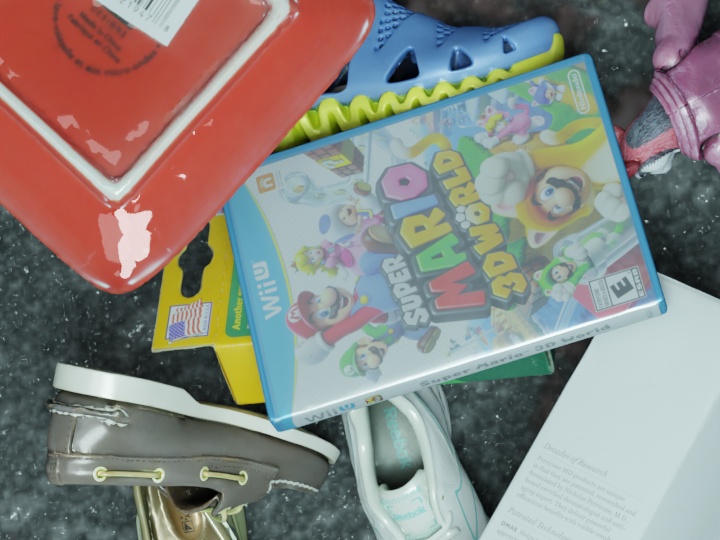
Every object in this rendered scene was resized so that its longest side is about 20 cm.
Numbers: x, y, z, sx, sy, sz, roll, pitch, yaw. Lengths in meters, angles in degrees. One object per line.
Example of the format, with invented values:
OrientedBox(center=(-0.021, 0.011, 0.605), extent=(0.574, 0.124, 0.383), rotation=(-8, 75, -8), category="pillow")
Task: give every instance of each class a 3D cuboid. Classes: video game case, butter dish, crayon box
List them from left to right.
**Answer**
OrientedBox(center=(-0.116, -0.110, 1.299), extent=(0.200, 0.148, 0.200), rotation=(41, 86, 9), category="butter dish")
OrientedBox(center=(0.000, 0.000, 1.329), extent=(0.198, 0.052, 0.126), rotation=(-6, 48, 12), category="crayon box")
OrientedBox(center=(0.037, -0.015, 1.268), extent=(0.199, 0.018, 0.144), rotation=(-17, 64, 7), category="video game case")

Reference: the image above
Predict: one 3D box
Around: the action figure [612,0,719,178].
OrientedBox(center=(0.206, -0.097, 1.277), extent=(0.199, 0.149, 0.134), rotation=(-32, 89, -4), category="action figure")

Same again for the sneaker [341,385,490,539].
OrientedBox(center=(0.035, 0.138, 1.341), extent=(0.070, 0.080, 0.201), rotation=(-25, 86, 9), category="sneaker")

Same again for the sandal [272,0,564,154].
OrientedBox(center=(0.007, -0.111, 1.350), extent=(0.198, 0.079, 0.088), rotation=(-10, 84, 11), category="sandal")

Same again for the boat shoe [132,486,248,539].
OrientedBox(center=(-0.080, 0.185, 1.373), extent=(0.073, 0.063, 0.201), rotation=(-23, 85, 11), category="boat shoe")

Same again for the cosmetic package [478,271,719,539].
OrientedBox(center=(0.135, 0.113, 1.272), extent=(0.081, 0.113, 0.201), rotation=(22, 76, 32), category="cosmetic package")

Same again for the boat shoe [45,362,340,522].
OrientedBox(center=(-0.085, 0.094, 1.311), extent=(0.071, 0.200, 0.060), rotation=(8, 82, 37), category="boat shoe")
